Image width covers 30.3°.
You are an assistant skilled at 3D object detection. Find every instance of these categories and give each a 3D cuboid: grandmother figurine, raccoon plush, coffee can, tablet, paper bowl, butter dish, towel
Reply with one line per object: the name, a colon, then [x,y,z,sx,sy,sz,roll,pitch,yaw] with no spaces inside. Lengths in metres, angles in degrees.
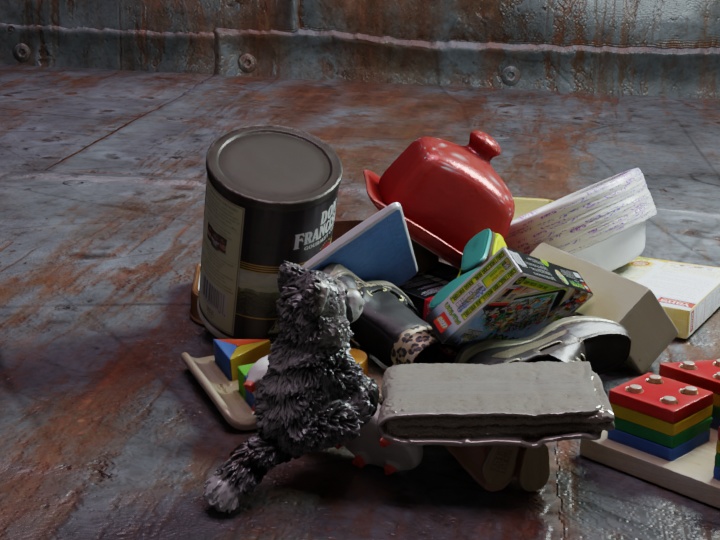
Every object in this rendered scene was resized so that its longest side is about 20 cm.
grandmother figurine: [0.085,0.142,1.213,0.120,0.061,0.200,25,1,-29]
raccoon plush: [-0.064,0.090,1.089,0.096,0.135,0.200,8,44,42]
coffee can: [-0.102,-0.035,1.457,0.144,0.202,0.147,6,38,-5]
tablet: [0.000,0.000,1.447,0.129,0.200,0.014,-35,68,-5]
paper bowl: [0.281,-0.045,1.694,0.198,0.106,0.201,-23,2,1]
butter dish: [0.116,-0.100,1.614,0.199,0.149,0.200,32,12,-9]
towel: [0.114,0.113,1.145,0.197,0.035,0.133,0,15,3]

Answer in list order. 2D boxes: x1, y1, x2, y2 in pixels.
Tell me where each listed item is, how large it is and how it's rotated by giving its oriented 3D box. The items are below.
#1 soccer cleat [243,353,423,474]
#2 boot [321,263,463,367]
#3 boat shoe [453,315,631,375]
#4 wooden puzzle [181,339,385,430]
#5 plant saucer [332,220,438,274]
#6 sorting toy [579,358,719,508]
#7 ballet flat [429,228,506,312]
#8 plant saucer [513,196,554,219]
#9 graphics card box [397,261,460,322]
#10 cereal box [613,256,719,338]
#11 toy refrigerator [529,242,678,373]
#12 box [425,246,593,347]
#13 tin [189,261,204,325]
soccer cleat: [-0.018,0.117,1.208,0.198,0.070,0.078,21,49,32]
boot: [0.044,0.068,1.404,0.150,0.074,0.200,36,1,32]
boat shoe: [0.191,0.102,1.344,0.197,0.075,0.073,-13,30,-17]
wooden puzzle: [-0.067,0.098,1.354,0.197,0.047,0.185,-5,17,-21]
plant saucer: [-0.002,-0.030,1.639,0.197,0.037,0.201,1,14,0]
sorting toy: [0.337,0.139,1.213,0.198,0.071,0.197,17,22,42]
ballet flat: [0.131,0.019,1.451,0.066,0.067,0.200,-29,12,28]
plant saucer: [0.181,-0.064,1.923,0.197,0.049,0.200,3,17,8]
graphics card box: [0.069,0.026,1.604,0.124,0.052,0.199,-12,22,-39]
cereal box: [0.364,0.029,1.641,0.142,0.040,0.199,10,19,29]
toy refrigerator: [0.255,0.041,1.495,0.070,0.076,0.200,-45,31,-9]
box: [0.158,0.036,1.373,0.035,0.110,0.199,55,21,24]
tin: [-0.149,0.023,1.620,0.110,0.043,0.200,4,16,-6]
